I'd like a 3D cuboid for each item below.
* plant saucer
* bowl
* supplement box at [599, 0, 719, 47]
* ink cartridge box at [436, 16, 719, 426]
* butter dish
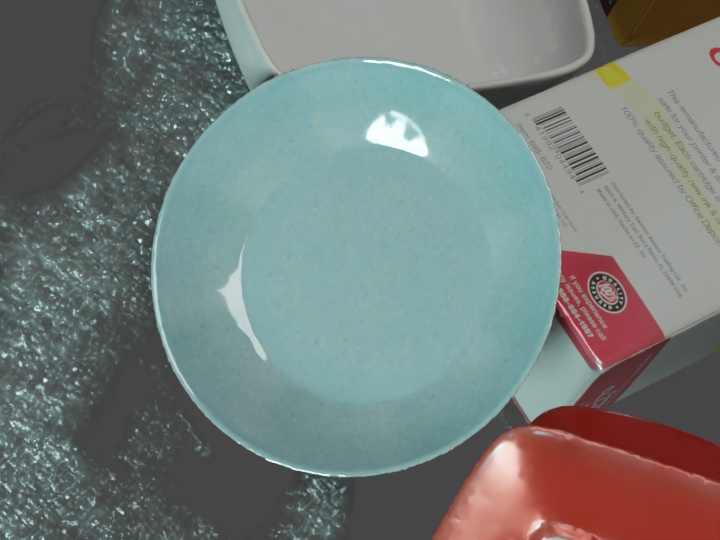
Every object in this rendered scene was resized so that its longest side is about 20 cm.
[{"bbox_3d":[0.000,0.000,1.223,0.199,0.039,0.203,-2,79,12],"label":"plant saucer"},{"bbox_3d":[0.007,-0.159,1.337,0.199,0.075,0.201,-7,64,-24],"label":"bowl"},{"bbox_3d":[0.217,-0.254,1.438,0.196,0.133,0.201,-8,64,-24],"label":"supplement box"},{"bbox_3d":[0.142,-0.025,1.303,0.199,0.084,0.146,-23,70,-30],"label":"ink cartridge box"},{"bbox_3d":[0.118,0.138,1.159,0.198,0.201,0.148,20,32,-8],"label":"butter dish"}]
